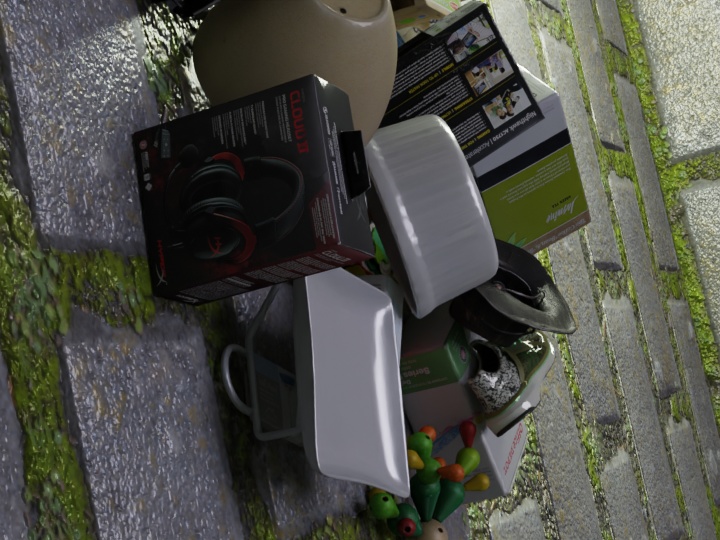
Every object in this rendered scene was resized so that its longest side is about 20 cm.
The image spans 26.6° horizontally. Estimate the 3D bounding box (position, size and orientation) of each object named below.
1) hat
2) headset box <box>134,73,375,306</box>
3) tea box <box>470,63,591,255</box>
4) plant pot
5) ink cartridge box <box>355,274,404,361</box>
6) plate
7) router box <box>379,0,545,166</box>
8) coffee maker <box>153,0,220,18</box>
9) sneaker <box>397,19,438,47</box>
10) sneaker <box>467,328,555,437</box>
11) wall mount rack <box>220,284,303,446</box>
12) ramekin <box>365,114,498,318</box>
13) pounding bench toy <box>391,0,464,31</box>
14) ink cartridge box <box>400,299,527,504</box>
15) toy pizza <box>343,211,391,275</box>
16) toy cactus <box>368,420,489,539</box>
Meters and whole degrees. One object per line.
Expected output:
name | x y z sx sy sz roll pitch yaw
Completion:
hat | 0.147 0.032 1.702 0.200 0.081 0.201 27 23 -13
headset box | -0.082 -0.068 1.283 0.075 0.198 0.150 19 60 -64
tea box | 0.159 -0.145 1.849 0.200 0.133 0.198 49 -16 51
plant pot | -0.043 -0.223 1.438 0.199 0.135 0.201 18 47 -20
ink cartridge box | 0.030 0.104 1.579 0.200 0.047 0.162 37 54 -68
plate | -0.013 0.100 1.383 0.200 0.032 0.201 30 51 -61
router box | 0.082 -0.179 1.662 0.150 0.199 0.051 59 -4 -18
coffee maker | -0.112 -0.336 1.379 0.135 0.198 0.193 65 24 -26
sneaker | 0.031 -0.319 1.892 0.200 0.089 0.079 47 58 -21
sneaker | 0.165 0.101 1.730 0.089 0.077 0.200 50 24 -12
wall mount rack | -0.054 0.086 1.419 0.200 0.074 0.175 38 42 -58
ramekin | 0.066 -0.062 1.558 0.200 0.097 0.202 158 -90 -87
pounding bench toy | 0.031 -0.327 1.772 0.200 0.155 0.125 3 74 -66
ink cartridge box | 0.115 0.151 1.769 0.201 0.087 0.145 66 24 -17
toy pizza | 0.000 0.000 1.659 0.200 0.031 0.202 48 35 -49
toy cactus | 0.079 0.251 1.611 0.200 0.101 0.167 -27 118 -63
